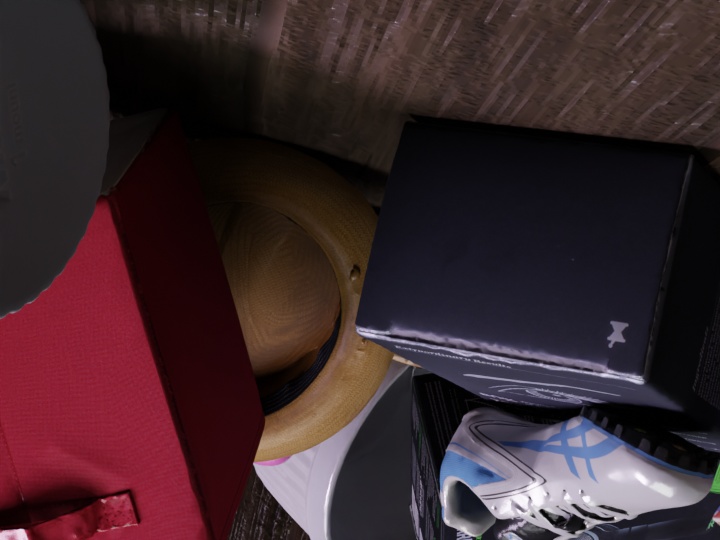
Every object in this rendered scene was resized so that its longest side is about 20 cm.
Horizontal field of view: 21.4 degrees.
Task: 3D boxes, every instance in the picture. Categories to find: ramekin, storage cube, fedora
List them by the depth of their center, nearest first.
[{"bbox_3d":[-0.158,0.041,0.936,0.169,0.182,0.200,-12,-163,8],"label":"storage cube"},{"bbox_3d":[-0.067,0.008,1.063,0.198,0.202,0.082,13,-153,1],"label":"fedora"},{"bbox_3d":[0.016,0.096,1.282,0.105,0.201,0.200,35,-176,35],"label":"ramekin"}]

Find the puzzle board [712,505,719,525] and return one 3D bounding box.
[{"bbox_3d":[0.245,0.059,0.901,0.017,0.151,0.200,42,168,-2],"label":"puzzle board"}]

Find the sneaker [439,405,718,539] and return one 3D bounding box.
[{"bbox_3d":[0.104,0.105,0.932,0.071,0.073,0.199,19,168,-24],"label":"sneaker"}]

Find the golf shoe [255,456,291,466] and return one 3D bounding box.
[{"bbox_3d":[-0.072,0.032,1.185,0.091,0.201,0.075,6,138,-47],"label":"golf shoe"}]

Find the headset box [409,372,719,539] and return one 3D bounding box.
[{"bbox_3d":[0.135,0.128,1.172,0.198,0.094,0.175,-10,148,-6],"label":"headset box"}]

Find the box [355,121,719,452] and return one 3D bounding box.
[{"bbox_3d":[0.110,0.013,0.919,0.147,0.105,0.200,9,169,27],"label":"box"}]

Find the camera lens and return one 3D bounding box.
[{"bbox_3d":[-0.222,-0.064,0.773,0.198,0.162,0.160,8,170,29],"label":"camera lens"}]

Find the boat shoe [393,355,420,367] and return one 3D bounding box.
[{"bbox_3d":[0.000,0.000,1.142,0.198,0.074,0.069,21,-163,-5],"label":"boat shoe"}]
